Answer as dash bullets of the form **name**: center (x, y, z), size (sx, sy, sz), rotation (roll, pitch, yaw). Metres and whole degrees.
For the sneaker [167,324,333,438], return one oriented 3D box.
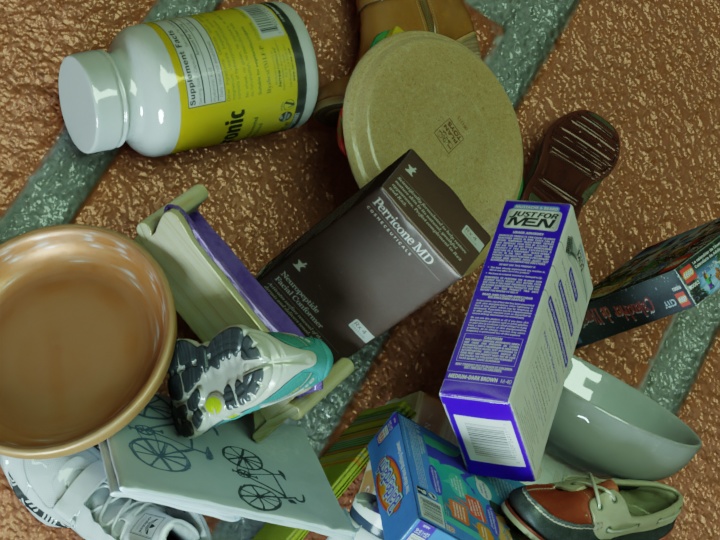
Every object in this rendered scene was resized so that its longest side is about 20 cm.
- **sneaker**: center (-0.091, 0.084, 1.446), size (0.079, 0.200, 0.078), rotation (-3, 84, -32)

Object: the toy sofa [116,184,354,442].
- **toy sofa**: center (-0.096, 0.027, 1.526), size (0.200, 0.098, 0.083), rotation (50, 42, 2)

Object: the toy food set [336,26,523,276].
- **toy food set**: center (0.064, -0.110, 1.627), size (0.200, 0.049, 0.198), rotation (40, 59, -21)

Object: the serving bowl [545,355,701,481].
- **serving bowl**: center (0.193, 0.128, 1.645), size (0.199, 0.200, 0.066), rotation (25, 100, -18)

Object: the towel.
- **towel**: center (-0.035, 0.184, 1.562), size (0.018, 0.086, 0.200), rotation (48, 63, -10)

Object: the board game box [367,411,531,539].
- **board game box**: center (0.103, 0.210, 1.502), size (0.199, 0.045, 0.152), rotation (31, 21, -19)

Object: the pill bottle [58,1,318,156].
- **pill bottle**: center (-0.145, -0.156, 1.586), size (0.199, 0.111, 0.112), rotation (-14, 83, -27)

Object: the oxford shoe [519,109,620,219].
- **oxford shoe**: center (0.179, -0.078, 1.750), size (0.070, 0.075, 0.200), rotation (36, 44, 4)

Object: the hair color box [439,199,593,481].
- **hair color box**: center (0.128, 0.054, 1.520), size (0.110, 0.064, 0.201), rotation (69, 35, -47)

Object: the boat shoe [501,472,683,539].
- **boat shoe**: center (0.189, 0.193, 1.532), size (0.200, 0.063, 0.071), rotation (16, 30, -47)

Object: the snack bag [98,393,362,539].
- **snack bag**: center (-0.112, 0.149, 1.494), size (0.199, 0.189, 0.021), rotation (15, 107, -21)

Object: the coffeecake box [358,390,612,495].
- **coffeecake box**: center (0.099, 0.214, 1.625), size (0.199, 0.073, 0.154), rotation (25, 69, -18)

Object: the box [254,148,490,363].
- **box**: center (0.000, 0.000, 1.558), size (0.100, 0.200, 0.075), rotation (47, 38, -7)

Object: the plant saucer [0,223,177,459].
- **plant saucer**: center (-0.236, 0.058, 1.477), size (0.199, 0.038, 0.201), rotation (-5, 60, 9)

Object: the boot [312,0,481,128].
- **boot**: center (0.015, -0.215, 1.702), size (0.199, 0.074, 0.155), rotation (-17, 85, -40)

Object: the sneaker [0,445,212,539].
- **sneaker**: center (-0.188, 0.183, 1.471), size (0.200, 0.115, 0.075), rotation (43, 66, -10)

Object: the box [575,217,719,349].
- **box**: center (0.277, 0.003, 1.693), size (0.136, 0.200, 0.038), rotation (-33, 93, -29)

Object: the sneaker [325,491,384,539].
- **sneaker**: center (0.059, 0.256, 1.527), size (0.199, 0.076, 0.081), rotation (32, 92, -13)
